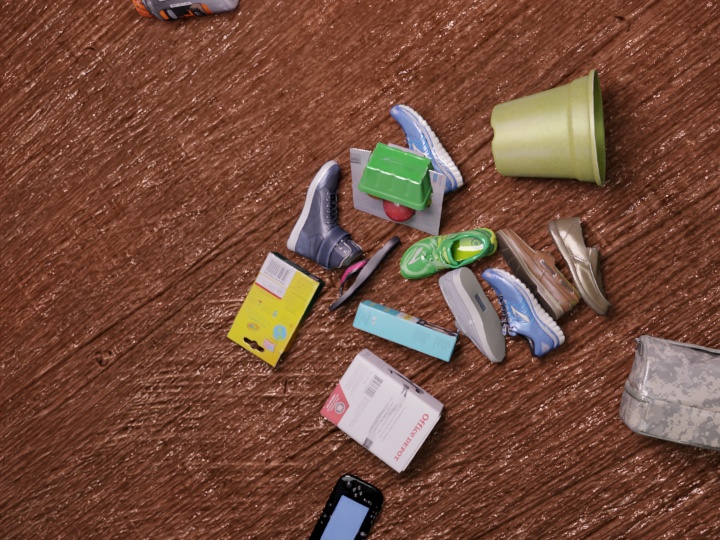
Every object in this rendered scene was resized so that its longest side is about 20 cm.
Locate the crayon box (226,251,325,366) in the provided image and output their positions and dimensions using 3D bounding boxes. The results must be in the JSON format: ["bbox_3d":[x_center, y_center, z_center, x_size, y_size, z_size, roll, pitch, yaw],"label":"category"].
[{"bbox_3d":[-0.176,0.079,1.467,0.126,0.051,0.201,31,98,10],"label":"crayon box"}]

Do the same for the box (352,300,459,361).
[{"bbox_3d":[0.090,0.116,1.393,0.198,0.082,0.050,19,96,11],"label":"box"}]

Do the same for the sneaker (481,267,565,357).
[{"bbox_3d":[0.293,0.079,1.343,0.089,0.079,0.201,-39,84,0],"label":"sneaker"}]

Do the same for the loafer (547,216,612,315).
[{"bbox_3d":[0.417,-0.012,1.317,0.067,0.076,0.201,-29,86,18],"label":"loafer"}]

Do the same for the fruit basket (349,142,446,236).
[{"bbox_3d":[0.071,-0.150,1.343,0.183,0.200,0.095,19,69,12],"label":"fruit basket"}]

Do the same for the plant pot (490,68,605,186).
[{"bbox_3d":[0.337,-0.244,1.280,0.182,0.200,0.203,-4,92,24],"label":"plant pot"}]

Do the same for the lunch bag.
[{"bbox_3d":[0.576,0.211,1.260,0.198,0.139,0.170,11,96,11],"label":"lunch bag"}]

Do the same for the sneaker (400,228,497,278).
[{"bbox_3d":[0.162,-0.037,1.365,0.198,0.083,0.075,-19,88,21],"label":"sneaker"}]

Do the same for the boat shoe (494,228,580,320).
[{"bbox_3d":[0.335,-0.005,1.346,0.068,0.072,0.201,-34,84,-6],"label":"boat shoe"}]

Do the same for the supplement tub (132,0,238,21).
[{"bbox_3d":[-0.356,-0.576,1.438,0.197,0.122,0.124,-4,92,13],"label":"supplement tub"}]

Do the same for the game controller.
[{"bbox_3d":[-0.032,0.519,1.461,0.104,0.042,0.202,27,99,10],"label":"game controller"}]

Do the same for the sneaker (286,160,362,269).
[{"bbox_3d":[-0.047,-0.101,1.408,0.145,0.077,0.204,30,108,21],"label":"sneaker"}]

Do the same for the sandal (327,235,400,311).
[{"bbox_3d":[0.000,0.000,1.415,0.045,0.075,0.200,41,93,5],"label":"sandal"}]

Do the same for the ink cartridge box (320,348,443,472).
[{"bbox_3d":[0.045,0.275,1.410,0.199,0.083,0.148,35,100,9],"label":"ink cartridge box"}]

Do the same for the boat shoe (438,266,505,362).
[{"bbox_3d":[0.215,0.088,1.375,0.071,0.070,0.202,-18,104,44],"label":"boat shoe"}]

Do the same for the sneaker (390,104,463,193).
[{"bbox_3d":[0.112,-0.229,1.367,0.089,0.079,0.201,-34,85,9],"label":"sneaker"}]
